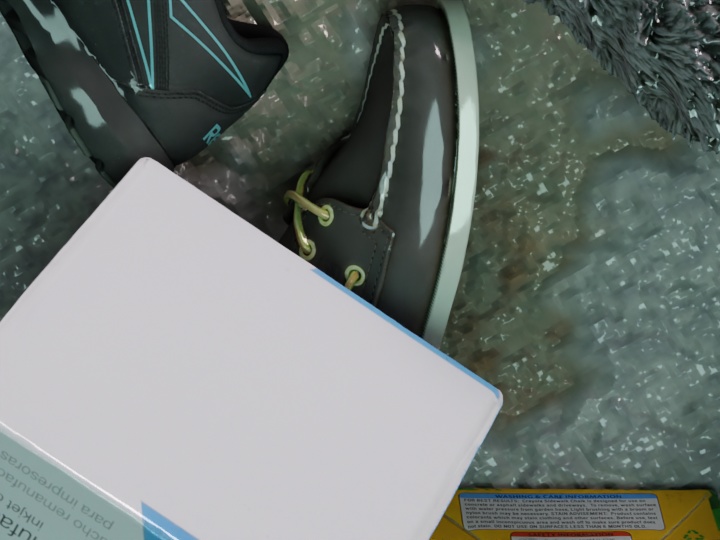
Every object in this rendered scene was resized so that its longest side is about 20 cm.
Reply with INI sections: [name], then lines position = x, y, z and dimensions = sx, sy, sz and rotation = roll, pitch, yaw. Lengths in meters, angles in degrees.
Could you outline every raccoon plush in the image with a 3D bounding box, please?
[raccoon plush]
position = 0.081, -0.072, 0.897
dimensions = 0.134, 0.200, 0.097
rotation = -3, 147, 0

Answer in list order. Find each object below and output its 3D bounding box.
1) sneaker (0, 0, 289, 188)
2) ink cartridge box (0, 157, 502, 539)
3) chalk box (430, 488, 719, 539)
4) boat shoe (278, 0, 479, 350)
[sneaker]
position = -0.097, -0.120, 0.928
dimensions = 0.079, 0.075, 0.200
rotation = -32, 121, 0
[ink cartridge box]
position = -0.078, 0.102, 0.937
dimensions = 0.147, 0.146, 0.200
rotation = 33, 129, 1
[chalk box]
position = 0.073, 0.195, 1.044
dimensions = 0.124, 0.124, 0.201
rotation = 1, 116, -4
[boat shoe]
position = 0.000, 0.000, 0.977
dimensions = 0.060, 0.072, 0.202
rotation = 4, 117, -8
